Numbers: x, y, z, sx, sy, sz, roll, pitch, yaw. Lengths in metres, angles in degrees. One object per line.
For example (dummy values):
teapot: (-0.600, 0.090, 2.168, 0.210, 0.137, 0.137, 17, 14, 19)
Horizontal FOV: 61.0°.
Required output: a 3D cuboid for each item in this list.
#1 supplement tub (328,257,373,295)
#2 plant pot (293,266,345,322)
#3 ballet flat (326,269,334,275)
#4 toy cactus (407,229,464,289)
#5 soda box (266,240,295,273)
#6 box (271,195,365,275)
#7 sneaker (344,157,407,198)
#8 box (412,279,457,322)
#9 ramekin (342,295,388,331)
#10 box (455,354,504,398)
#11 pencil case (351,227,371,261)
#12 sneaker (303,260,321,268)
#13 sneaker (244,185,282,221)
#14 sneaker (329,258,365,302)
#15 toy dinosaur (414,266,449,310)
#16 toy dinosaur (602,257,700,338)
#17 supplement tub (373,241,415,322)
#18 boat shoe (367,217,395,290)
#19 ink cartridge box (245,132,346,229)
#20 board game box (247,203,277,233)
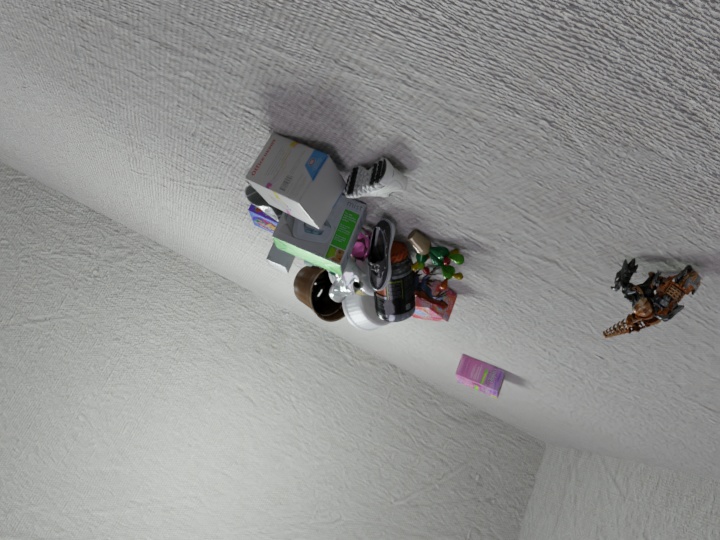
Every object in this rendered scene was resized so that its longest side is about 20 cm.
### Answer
supplement tub: (0.000, 0.000, 1.870, 0.143, 0.148, 0.198, 32, 164, -29)
plant pot: (-0.145, 0.070, 2.286, 0.198, 0.204, 0.196, 33, 171, -32)
ballet flat: (-0.092, -0.047, 1.737, 0.076, 0.067, 0.200, 51, 179, 20)
toy cactus: (0.182, -0.034, 1.602, 0.164, 0.103, 0.199, 41, 169, -20)
soda box: (-0.197, -0.102, 1.734, 0.062, 0.205, 0.068, 20, 166, 6)
box: (-0.103, -0.114, 1.590, 0.195, 0.181, 0.097, 23, 166, 7)
sneaker: (0.029, -0.189, 1.346, 0.079, 0.078, 0.198, 19, 172, -29)
box: (0.200, 0.093, 1.960, 0.102, 0.097, 0.198, 33, 163, -30)
ramekin: (0.043, 0.095, 2.036, 0.198, 0.205, 0.097, 31, 156, -26)
box: (0.527, 0.468, 2.693, 0.195, 0.099, 0.177, 19, 164, 18)
pencil case: (-0.053, -0.110, 1.702, 0.196, 0.093, 0.094, 27, 158, 1)
sneaker: (-0.130, -0.061, 1.825, 0.073, 0.120, 0.200, 37, -176, 12)
sneaker: (-0.257, -0.194, 1.812, 0.198, 0.071, 0.080, 35, 177, -23)
sneaker: (-0.038, 0.044, 1.738, 0.079, 0.071, 0.202, 36, 150, 10)
toy dinosaur: (0.192, 0.073, 1.788, 0.104, 0.199, 0.183, 39, -155, -20)
toy dinosaur: (0.548, 0.056, 1.177, 0.196, 0.138, 0.103, -28, 124, 16)
supplement tub: (0.092, 0.030, 1.723, 0.120, 0.122, 0.206, 14, 124, 32)
boat shoe: (0.046, -0.034, 1.602, 0.069, 0.205, 0.066, 26, -149, 26)
ink cartridge box: (-0.156, -0.211, 1.412, 0.197, 0.131, 0.125, 27, 168, 30)
board game box: (-0.257, -0.151, 1.974, 0.195, 0.046, 0.135, 24, 165, 5)
